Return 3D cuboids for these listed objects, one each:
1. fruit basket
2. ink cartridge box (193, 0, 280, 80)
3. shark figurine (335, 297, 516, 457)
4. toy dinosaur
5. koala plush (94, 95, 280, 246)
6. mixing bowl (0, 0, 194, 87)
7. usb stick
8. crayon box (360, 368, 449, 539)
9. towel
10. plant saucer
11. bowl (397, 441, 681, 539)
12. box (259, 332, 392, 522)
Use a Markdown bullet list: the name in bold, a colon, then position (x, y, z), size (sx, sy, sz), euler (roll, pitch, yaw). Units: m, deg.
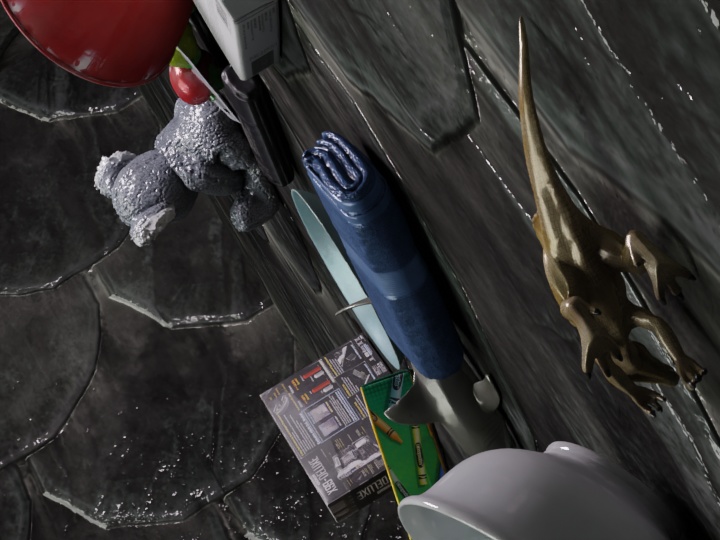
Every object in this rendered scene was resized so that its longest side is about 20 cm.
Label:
- **fruit basket**: position (-0.201, -0.251, 1.954), size (0.200, 0.094, 0.185), euler (45, 179, -18)
- **ink cartridge box**: position (-0.127, -0.257, 1.400), size (0.174, 0.043, 0.200), euler (60, 175, 5)
- **shark figurine**: position (0.049, 0.087, 1.451), size (0.215, 0.089, 0.128), euler (55, 172, 23)
- **toy dinosaur**: position (0.097, -0.001, 0.740), size (0.200, 0.058, 0.101), euler (63, 174, -33)
- **koala plush**: position (-0.239, -0.126, 2.222), size (0.178, 0.200, 0.184), euler (55, 173, 36)
- **mixing bowl**: position (-0.219, -0.278, 1.537), size (0.200, 0.108, 0.201), euler (25, -132, -31)
- **usb stick**: position (-0.105, -0.151, 1.802), size (0.055, 0.033, 0.200), euler (48, 170, 25)
- **crayon box**: position (0.060, 0.206, 1.797), size (0.119, 0.058, 0.201), euler (31, -139, -85)
- **towel**: position (0.023, -0.011, 1.353), size (0.112, 0.048, 0.200), euler (51, 169, 55)
- **plant saucer**: position (0.000, 0.000, 1.643), size (0.201, 0.039, 0.201), euler (58, 173, 11)
- **bowl**: position (0.128, 0.166, 1.019), size (0.201, 0.090, 0.201), euler (34, 162, 13)
- **box**: position (-0.012, 0.193, 2.132), size (0.200, 0.157, 0.050), euler (53, 172, 39)
